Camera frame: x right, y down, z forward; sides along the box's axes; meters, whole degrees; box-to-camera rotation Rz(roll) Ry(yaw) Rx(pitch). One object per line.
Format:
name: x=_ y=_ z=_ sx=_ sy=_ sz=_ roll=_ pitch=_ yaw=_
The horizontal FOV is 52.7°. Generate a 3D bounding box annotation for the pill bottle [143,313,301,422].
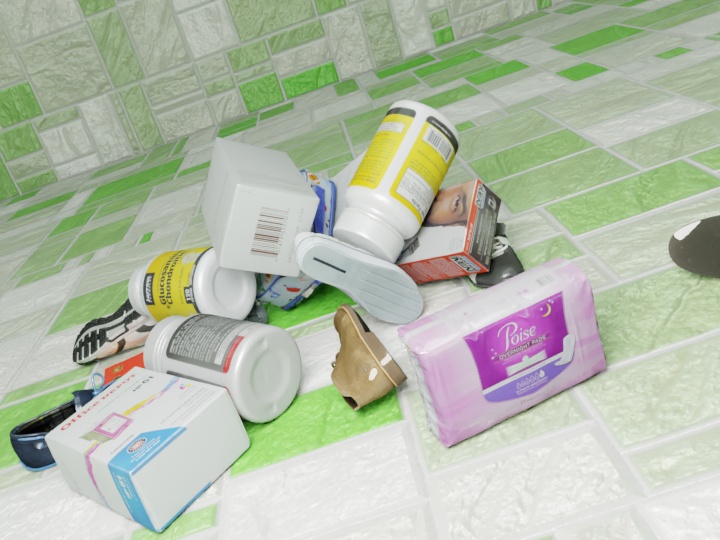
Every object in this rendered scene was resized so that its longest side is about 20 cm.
pill bottle: x=-0.179 y=0.116 z=0.920 sx=0.197 sy=0.116 sz=0.114 roll=6 pitch=33 yaw=40

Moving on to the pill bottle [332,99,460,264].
pill bottle: x=0.047 y=-0.116 z=0.987 sx=0.113 sy=0.114 sz=0.203 roll=10 pitch=67 yaw=50

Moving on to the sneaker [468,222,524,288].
sneaker: x=0.172 y=-0.042 z=1.036 sx=0.073 sy=0.090 sz=0.201 roll=-19 pitch=24 yaw=-4

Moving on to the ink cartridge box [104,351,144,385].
ink cartridge box: x=-0.301 y=0.126 z=1.090 sx=0.196 sy=0.058 sz=0.163 roll=-18 pitch=23 yaw=-9

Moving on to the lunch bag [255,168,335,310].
lunch bag: x=-0.097 y=-0.046 z=1.116 sx=0.160 sy=0.075 sz=0.204 roll=-39 pitch=39 yaw=41

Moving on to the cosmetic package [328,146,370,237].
cosmetic package: x=-0.021 y=-0.083 z=1.129 sx=0.199 sy=0.051 sz=0.154 roll=-25 pitch=48 yaw=64

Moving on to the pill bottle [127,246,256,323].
pill bottle: x=-0.253 y=0.026 z=1.066 sx=0.197 sy=0.114 sz=0.112 roll=-4 pitch=26 yaw=40

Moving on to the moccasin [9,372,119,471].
moccasin: x=-0.359 y=0.191 z=0.953 sx=0.198 sy=0.069 sz=0.080 roll=-32 pitch=38 yaw=-17

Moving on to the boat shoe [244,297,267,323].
boat shoe: x=-0.198 y=0.046 z=1.168 sx=0.060 sy=0.075 sz=0.200 roll=-11 pitch=23 yaw=-18

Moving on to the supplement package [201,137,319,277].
supplement package: x=-0.146 y=-0.092 z=1.017 sx=0.115 sy=0.119 sz=0.201 roll=7 pitch=24 yaw=-24

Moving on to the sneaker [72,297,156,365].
sneaker: x=-0.388 y=0.107 z=1.191 sx=0.197 sy=0.080 sz=0.075 roll=-28 pitch=50 yaw=18

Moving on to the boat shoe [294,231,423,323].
boat shoe: x=0.000 y=0.000 z=0.957 sx=0.074 sy=0.198 sz=0.067 roll=-51 pitch=28 yaw=13

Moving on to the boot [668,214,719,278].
boot: x=0.458 y=-0.035 z=0.841 sx=0.195 sy=0.075 sz=0.075 roll=-8 pitch=6 yaw=15

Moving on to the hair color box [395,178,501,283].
hair color box: x=0.097 y=-0.048 z=1.029 sx=0.198 sy=0.063 sz=0.113 roll=-11 pitch=57 yaw=46

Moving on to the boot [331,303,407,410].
boot: x=-0.012 y=0.100 z=0.881 sx=0.075 sy=0.074 sz=0.200 roll=-40 pitch=21 yaw=-1

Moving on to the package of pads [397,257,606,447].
package of pads: x=0.144 y=0.080 z=0.743 sx=0.196 sy=0.123 sz=0.076 roll=-23 pitch=23 yaw=-8

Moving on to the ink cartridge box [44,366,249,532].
ink cartridge box: x=-0.250 y=0.198 z=0.844 sx=0.197 sy=0.086 sz=0.144 roll=1 pitch=31 yaw=42
